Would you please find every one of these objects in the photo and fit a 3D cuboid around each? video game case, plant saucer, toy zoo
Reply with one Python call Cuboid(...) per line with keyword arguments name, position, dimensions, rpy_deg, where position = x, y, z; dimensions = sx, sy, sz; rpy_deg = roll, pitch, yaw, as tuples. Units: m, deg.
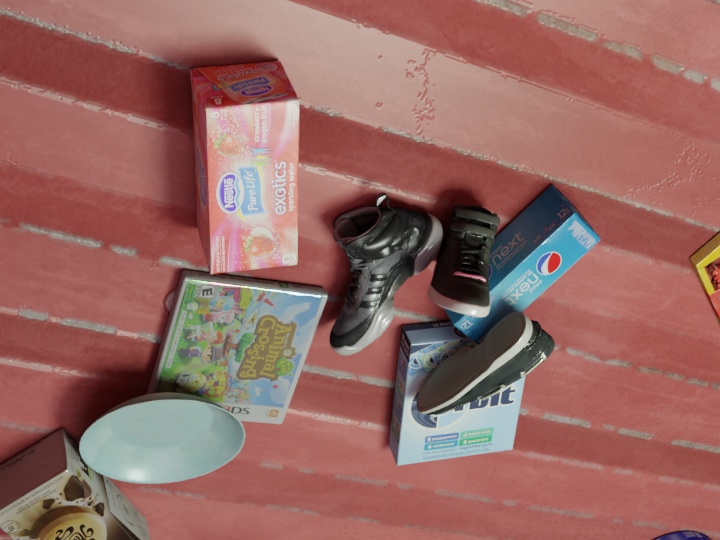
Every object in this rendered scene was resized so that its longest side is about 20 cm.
Cuboid(name="video game case", position=(-0.151, 0.097, 1.475), dimensions=(0.180, 0.022, 0.202), rpy_deg=(7, 120, -24))
Cuboid(name="plant saucer", position=(-0.238, 0.194, 1.478), dimensions=(0.198, 0.039, 0.202), rpy_deg=(-6, 144, -5))
Cuboid(name="toy zoo", position=(0.520, -0.002, 1.643), dimensions=(0.130, 0.021, 0.201), rpy_deg=(-33, 127, 5))

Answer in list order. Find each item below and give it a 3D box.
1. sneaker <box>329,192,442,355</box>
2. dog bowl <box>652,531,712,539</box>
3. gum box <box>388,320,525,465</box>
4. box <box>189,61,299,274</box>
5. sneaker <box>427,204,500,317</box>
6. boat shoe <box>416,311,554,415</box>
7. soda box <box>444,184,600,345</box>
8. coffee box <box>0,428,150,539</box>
Cuboid(name="sneaker", position=(0.000, 0.000, 1.431), dimensions=(0.113, 0.076, 0.201), rpy_deg=(29, 105, -32))
Cuboid(name="dog bowl", position=(0.502, 0.515, 1.958), dimensions=(0.197, 0.079, 0.202), rpy_deg=(-9, 125, -13))
Cuboid(name="gum box", position=(0.129, 0.156, 1.600), dimensions=(0.167, 0.045, 0.202), rpy_deg=(-5, 124, -15))
Cuboid(name="box", position=(-0.123, -0.108, 1.297), dimensions=(0.101, 0.095, 0.202), rpy_deg=(-6, 125, -14))
Cuboid(name="sneaker", position=(0.122, -0.018, 1.398), dimensions=(0.070, 0.200, 0.101), rpy_deg=(14, 108, -3))
Cuboid(name="boat shoe", position=(0.150, 0.127, 1.489), dimensions=(0.060, 0.076, 0.199), rpy_deg=(32, 132, -26))
Cuboid(name="soda box", position=(0.191, -0.004, 1.495), dimensions=(0.200, 0.068, 0.064), rpy_deg=(-43, 128, 12))
Cuboid(name="coffee box", position=(-0.355, 0.306, 1.510), dimensions=(0.112, 0.080, 0.201), rpy_deg=(-30, 128, 2))
